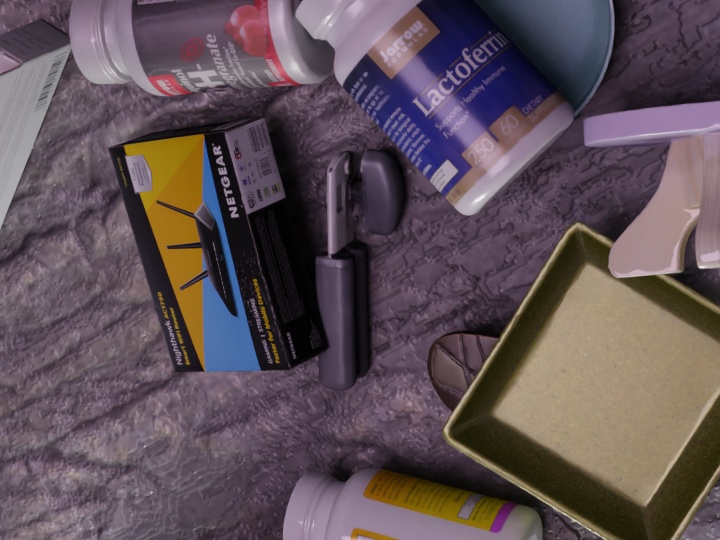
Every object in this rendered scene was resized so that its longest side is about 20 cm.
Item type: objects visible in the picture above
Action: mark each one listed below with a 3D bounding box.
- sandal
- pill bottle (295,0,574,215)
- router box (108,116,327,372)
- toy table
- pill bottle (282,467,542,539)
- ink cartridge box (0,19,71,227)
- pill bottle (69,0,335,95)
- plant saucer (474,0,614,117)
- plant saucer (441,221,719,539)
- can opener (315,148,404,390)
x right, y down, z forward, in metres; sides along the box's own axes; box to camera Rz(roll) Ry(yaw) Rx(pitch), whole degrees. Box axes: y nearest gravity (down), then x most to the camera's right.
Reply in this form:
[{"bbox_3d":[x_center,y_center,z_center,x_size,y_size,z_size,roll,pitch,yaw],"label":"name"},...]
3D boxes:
[{"bbox_3d":[0.153,0.087,1.692,0.199,0.055,0.082,2,104,6],"label":"sandal"},{"bbox_3d":[0.052,-0.148,1.577,0.200,0.116,0.116,46,118,3],"label":"pill bottle"},{"bbox_3d":[-0.117,-0.018,1.743,0.149,0.051,0.201,-4,105,45],"label":"router box"},{"bbox_3d":[0.264,-0.060,1.537,0.199,0.184,0.118,-5,88,33],"label":"toy table"},{"bbox_3d":[0.042,0.222,1.751,0.199,0.104,0.105,13,112,19],"label":"pill bottle"},{"bbox_3d":[-0.324,-0.097,1.759,0.043,0.174,0.200,31,116,11],"label":"ink cartridge box"},{"bbox_3d":[-0.123,-0.195,1.679,0.199,0.111,0.111,-3,106,24],"label":"pill bottle"},{"bbox_3d":[0.101,-0.195,1.626,0.199,0.036,0.201,8,110,21],"label":"plant saucer"},{"bbox_3d":[0.196,0.091,1.636,0.200,0.048,0.200,31,101,-1],"label":"plant saucer"},{"bbox_3d":[0.000,0.000,1.724,0.067,0.053,0.201,6,110,22],"label":"can opener"}]
